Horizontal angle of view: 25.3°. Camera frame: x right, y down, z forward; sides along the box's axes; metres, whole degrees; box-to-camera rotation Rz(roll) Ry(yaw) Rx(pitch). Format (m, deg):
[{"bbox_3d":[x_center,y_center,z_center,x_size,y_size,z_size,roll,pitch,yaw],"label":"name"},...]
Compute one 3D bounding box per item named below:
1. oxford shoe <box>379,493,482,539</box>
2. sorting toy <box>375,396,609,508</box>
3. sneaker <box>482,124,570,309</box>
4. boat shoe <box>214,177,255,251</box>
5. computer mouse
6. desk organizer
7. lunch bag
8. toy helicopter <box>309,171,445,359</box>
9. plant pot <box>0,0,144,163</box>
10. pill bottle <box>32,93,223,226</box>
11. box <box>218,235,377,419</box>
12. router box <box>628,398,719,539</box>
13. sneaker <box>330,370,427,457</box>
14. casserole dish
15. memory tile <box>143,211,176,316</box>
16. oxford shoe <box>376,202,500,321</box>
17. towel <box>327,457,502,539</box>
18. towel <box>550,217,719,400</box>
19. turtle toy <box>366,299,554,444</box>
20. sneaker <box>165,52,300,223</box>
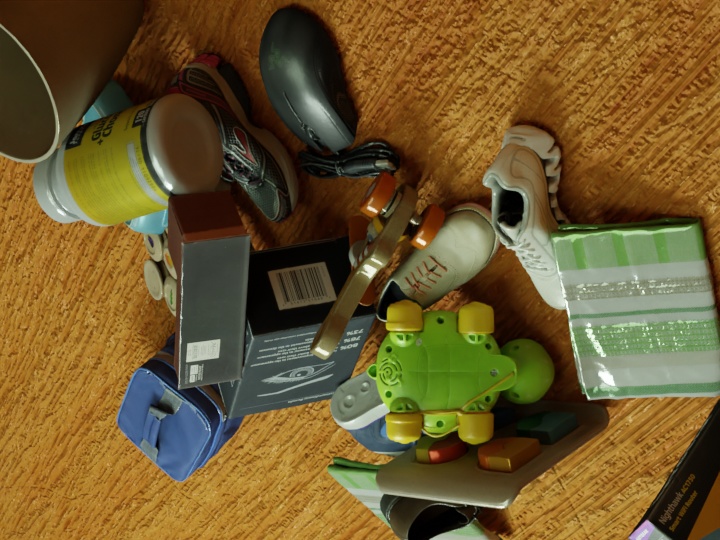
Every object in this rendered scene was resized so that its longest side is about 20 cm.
[{"bbox_3d":[0.123,0.242,1.769,0.073,0.199,0.085,54,-179,-35],"label":"oxford shoe"},{"bbox_3d":[0.138,0.181,1.682,0.184,0.199,0.037,0,112,42],"label":"sorting toy"},{"bbox_3d":[0.165,-0.038,1.548,0.075,0.081,0.201,4,129,37],"label":"sneaker"},{"bbox_3d":[-0.181,-0.081,1.837,0.201,0.065,0.072,63,152,6],"label":"boat shoe"},{"bbox_3d":[-0.049,-0.170,1.639,0.137,0.053,0.201,3,127,42],"label":"computer mouse"},{"bbox_3d":[-0.161,0.020,1.655,0.077,0.071,0.201,-116,25,-45],"label":"desk organizer"},{"bbox_3d":[-0.224,0.170,2.054,0.135,0.132,0.201,37,143,8],"label":"lunch bag"},{"bbox_3d":[0.000,0.000,1.648,0.078,0.201,0.132,31,169,-11],"label":"toy helicopter"},{"bbox_3d":[-0.326,-0.248,1.696,0.186,0.200,0.189,25,140,23],"label":"plant pot"},{"bbox_3d":[-0.249,-0.110,1.688,0.198,0.112,0.113,-13,117,34],"label":"pill bottle"},{"bbox_3d":[-0.081,0.065,1.776,0.201,0.146,0.105,113,142,-56],"label":"box"},{"bbox_3d":[0.364,0.223,1.511,0.149,0.200,0.051,37,144,7],"label":"router box"},{"bbox_3d":[0.078,0.151,1.825,0.199,0.081,0.146,-25,143,23],"label":"sneaker"},{"bbox_3d":[-0.272,-0.127,1.826,0.201,0.038,0.122,56,147,32],"label":"casserole dish"},{"bbox_3d":[-0.213,-0.035,1.823,0.153,0.017,0.202,40,138,47],"label":"memory tile"},{"bbox_3d":[0.080,0.000,1.663,0.071,0.074,0.200,42,143,1],"label":"oxford shoe"},{"bbox_3d":[0.070,0.279,1.913,0.148,0.031,0.200,-1,145,40],"label":"towel"},{"bbox_3d":[0.271,0.037,1.543,0.147,0.031,0.202,-3,123,19],"label":"towel"},{"bbox_3d":[0.105,0.106,1.676,0.197,0.148,0.101,1,178,1],"label":"turtle toy"},{"bbox_3d":[-0.141,-0.133,1.741,0.080,0.075,0.201,-17,113,49],"label":"sneaker"}]
